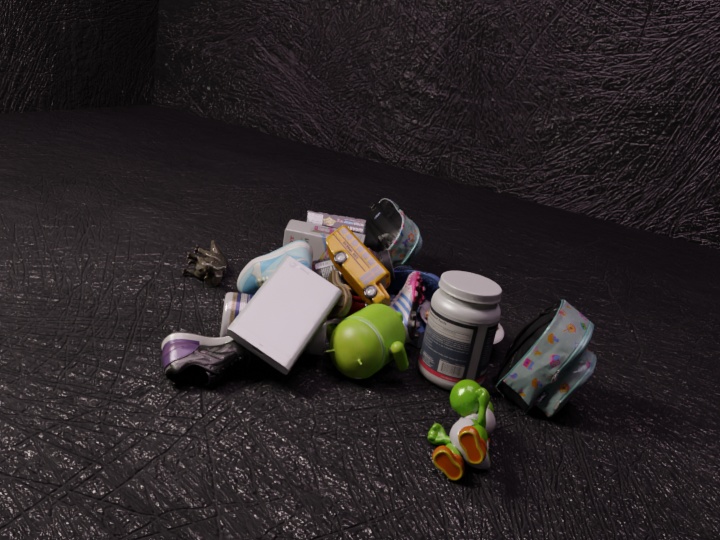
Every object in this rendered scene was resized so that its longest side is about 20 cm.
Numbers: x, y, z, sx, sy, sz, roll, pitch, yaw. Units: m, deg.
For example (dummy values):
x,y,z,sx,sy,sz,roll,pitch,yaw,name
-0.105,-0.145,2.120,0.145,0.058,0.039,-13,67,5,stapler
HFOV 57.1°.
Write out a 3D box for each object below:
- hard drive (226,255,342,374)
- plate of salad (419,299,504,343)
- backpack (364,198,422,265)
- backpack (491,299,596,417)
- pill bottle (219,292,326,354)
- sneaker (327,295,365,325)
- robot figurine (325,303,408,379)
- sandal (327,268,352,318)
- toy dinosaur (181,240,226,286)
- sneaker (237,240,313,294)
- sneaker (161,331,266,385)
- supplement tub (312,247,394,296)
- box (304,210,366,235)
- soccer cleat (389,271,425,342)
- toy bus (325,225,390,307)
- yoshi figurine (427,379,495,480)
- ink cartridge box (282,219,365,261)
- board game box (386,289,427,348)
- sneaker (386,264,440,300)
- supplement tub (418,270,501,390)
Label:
x,y,z,sx,sy,sz,roll,pitch,yaw,name
-0.135,0.076,1.208,0.130,0.026,0.201,32,52,4,hard drive
0.227,0.104,1.472,0.194,0.049,0.201,11,22,-5,plate of salad
0.082,-0.081,1.824,0.149,0.179,0.201,36,9,-25,backpack
0.368,0.164,1.273,0.152,0.203,0.175,33,23,15,backpack
-0.166,0.109,1.264,0.194,0.114,0.111,7,19,-9,pill bottle
-0.057,0.071,1.468,0.194,0.087,0.077,4,19,-19,sneaker
0.014,0.136,1.281,0.171,0.119,0.199,13,19,26,robot figurine
-0.041,0.055,1.354,0.053,0.082,0.200,19,7,-17,sandal
-0.362,-0.013,1.582,0.100,0.079,0.200,22,14,-5,toy dinosaur
-0.189,0.025,1.464,0.080,0.197,0.132,49,17,-39,sneaker
-0.246,0.166,1.157,0.195,0.077,0.089,3,41,-22,sneaker
-0.021,0.011,1.530,0.194,0.110,0.107,-13,21,-1,supplement tub
-0.075,-0.079,1.746,0.154,0.047,0.201,9,-26,-5,box
0.091,0.074,1.440,0.084,0.071,0.202,-7,37,19,soccer cleat
0.000,0.000,1.435,0.078,0.066,0.200,-34,63,-16,toy bus
0.170,0.246,1.087,0.109,0.115,0.200,10,15,18,yoshi figurine
-0.096,-0.028,1.626,0.194,0.148,0.085,12,22,3,ink cartridge box
0.130,0.101,1.552,0.197,0.045,0.197,-10,30,-44,board game box
0.122,0.020,1.581,0.196,0.072,0.077,11,22,34,sneaker
0.196,0.118,1.301,0.136,0.205,0.141,10,19,-3,supplement tub
